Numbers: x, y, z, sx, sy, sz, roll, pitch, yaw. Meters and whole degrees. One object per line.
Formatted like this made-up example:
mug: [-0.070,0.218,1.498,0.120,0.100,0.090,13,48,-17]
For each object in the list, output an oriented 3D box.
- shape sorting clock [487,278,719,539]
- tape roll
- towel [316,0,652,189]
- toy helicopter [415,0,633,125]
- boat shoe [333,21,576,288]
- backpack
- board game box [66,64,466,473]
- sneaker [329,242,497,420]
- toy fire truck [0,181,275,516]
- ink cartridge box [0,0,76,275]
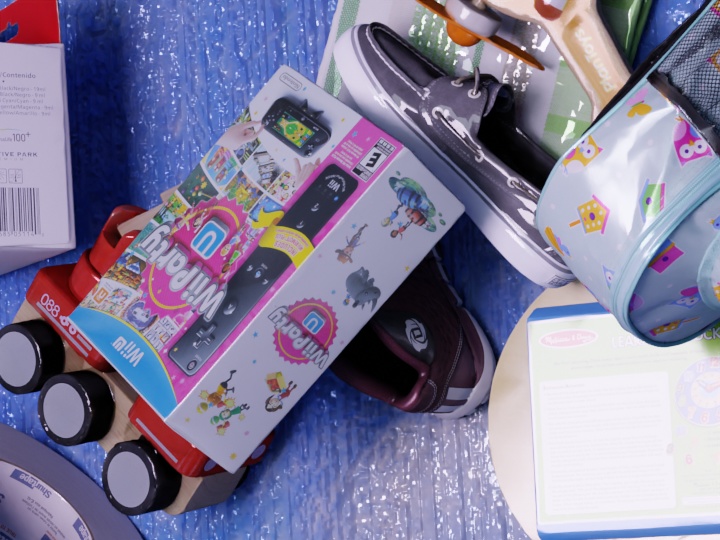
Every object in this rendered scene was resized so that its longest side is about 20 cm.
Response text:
shape sorting clock: [0.167,0.083,1.340,0.199,0.039,0.201,-3,83,25]
tape roll: [-0.226,0.174,1.469,0.200,0.200,0.066,44,108,25]
towel: [0.073,-0.135,1.419,0.200,0.031,0.150,18,98,27]
toy helicopter: [0.108,-0.147,1.345,0.132,0.079,0.200,-31,88,18]
boat shoe: [0.068,-0.081,1.360,0.200,0.070,0.066,50,120,17]
backpack: [0.198,-0.046,1.242,0.200,0.176,0.153,-37,67,9]
board game box: [-0.057,-0.004,1.345,0.200,0.064,0.148,-50,37,-2]
sneaker: [0.000,0.000,1.391,0.076,0.115,0.200,-41,73,24]
toy fire truck: [-0.106,0.026,1.469,0.176,0.129,0.200,44,118,24]
ink cartridge box: [-0.259,-0.087,1.521,0.200,0.084,0.176,-16,76,62]
